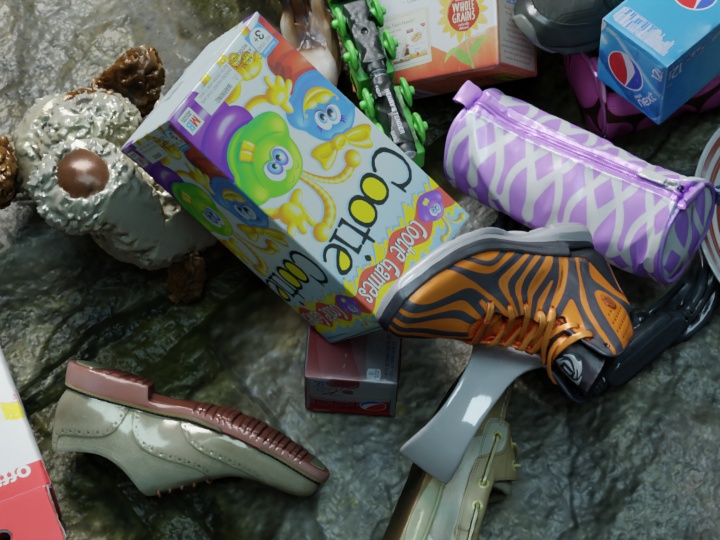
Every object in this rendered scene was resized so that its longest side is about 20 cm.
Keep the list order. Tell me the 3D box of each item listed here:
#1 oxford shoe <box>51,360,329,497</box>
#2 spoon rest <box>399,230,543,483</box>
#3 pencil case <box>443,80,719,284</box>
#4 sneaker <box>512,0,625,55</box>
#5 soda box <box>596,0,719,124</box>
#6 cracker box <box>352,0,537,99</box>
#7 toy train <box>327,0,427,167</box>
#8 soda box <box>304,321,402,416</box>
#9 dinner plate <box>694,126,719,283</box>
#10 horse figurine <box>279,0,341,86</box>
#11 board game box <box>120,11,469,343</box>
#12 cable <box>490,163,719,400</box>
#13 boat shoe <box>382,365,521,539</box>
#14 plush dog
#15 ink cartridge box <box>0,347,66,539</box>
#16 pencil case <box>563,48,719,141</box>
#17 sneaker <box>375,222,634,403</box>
[{"bbox_3d":[-0.120,0.127,1.643,0.199,0.071,0.074,20,92,8],"label":"oxford shoe"},{"bbox_3d":[0.097,0.052,1.601,0.099,0.061,0.201,34,57,-2],"label":"spoon rest"},{"bbox_3d":[0.154,-0.062,1.663,0.199,0.086,0.084,23,63,25],"label":"pencil case"},{"bbox_3d":[0.189,-0.225,1.697,0.199,0.079,0.075,-32,70,-31],"label":"sneaker"},{"bbox_3d":[0.259,-0.196,1.684,0.200,0.068,0.064,-39,64,-22],"label":"soda box"},{"bbox_3d":[0.059,-0.235,1.741,0.133,0.057,0.202,-7,81,37],"label":"cracker box"},{"bbox_3d":[0.005,-0.159,1.703,0.041,0.057,0.201,-16,65,-7],"label":"toy train"},{"bbox_3d":[0.000,0.000,1.692,0.069,0.064,0.202,5,64,1],"label":"soda box"},{"bbox_3d":[0.331,-0.032,1.710,0.198,0.024,0.202,6,67,-15],"label":"dinner plate"},{"bbox_3d":[-0.046,-0.156,1.745,0.049,0.133,0.201,-9,49,10],"label":"horse figurine"},{"bbox_3d":[-0.044,-0.059,1.583,0.200,0.103,0.105,43,68,-13],"label":"board game box"},{"bbox_3d":[0.176,-0.005,1.708,0.200,0.051,0.163,-40,65,-17],"label":"cable"},{"bbox_3d":[0.074,0.140,1.629,0.066,0.074,0.201,30,63,-7],"label":"boat shoe"},{"bbox_3d":[-0.177,-0.075,1.704,0.199,0.161,0.171,-35,51,-29],"label":"plush dog"},{"bbox_3d":[-0.283,0.129,1.629,0.115,0.067,0.201,-20,67,-8],"label":"ink cartridge box"},{"bbox_3d":[0.256,-0.153,1.746,0.198,0.094,0.091,-18,83,-7],"label":"pencil case"},{"bbox_3d":[0.109,0.033,1.538,0.199,0.078,0.112,-14,60,-38],"label":"sneaker"}]
